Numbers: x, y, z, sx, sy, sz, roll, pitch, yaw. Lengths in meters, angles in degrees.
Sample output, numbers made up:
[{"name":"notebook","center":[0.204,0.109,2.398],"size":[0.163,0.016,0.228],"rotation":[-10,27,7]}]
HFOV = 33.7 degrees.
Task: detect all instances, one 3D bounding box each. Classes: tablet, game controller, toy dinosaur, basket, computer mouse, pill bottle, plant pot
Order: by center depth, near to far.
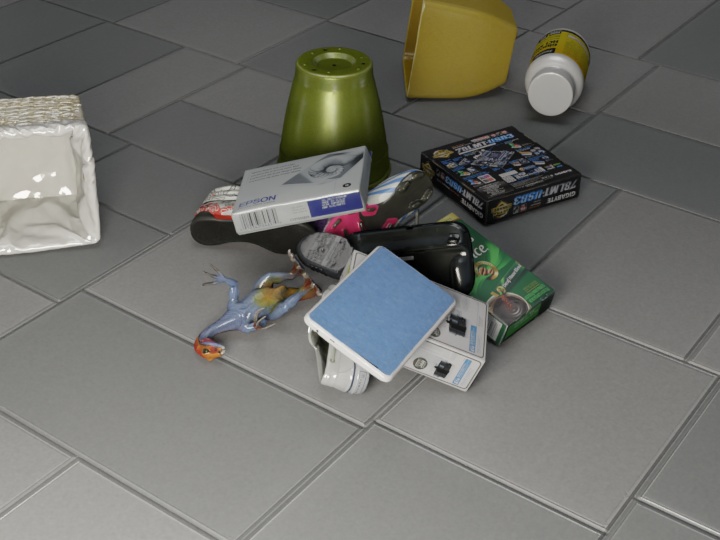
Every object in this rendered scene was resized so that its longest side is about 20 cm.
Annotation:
[{"name":"tablet","center":[0.028,0.050,1.468],"size":[0.129,0.014,0.200],"rotation":[36,40,9]},{"name":"toy dinosaur","center":[-0.139,0.064,1.612],"size":[0.181,0.200,0.105],"rotation":[-39,58,-1]},{"name":"computer mouse","center":[0.000,0.000,1.631],"size":[0.198,0.034,0.059],"rotation":[24,64,20]},{"name":"game controller","center":[0.064,-0.008,1.640],"size":[0.197,0.106,0.042],"rotation":[-5,11,29]},{"name":"basket","center":[-0.499,-0.150,1.795],"size":[0.196,0.201,0.161],"rotation":[-6,31,-11]},{"name":"plant pot","center":[-0.043,-0.261,1.987],"size":[0.197,0.196,0.201],"rotation":[1,32,-1]},{"name":"pill bottle","center":[0.372,-0.373,2.252],"size":[0.110,0.114,0.201],"rotation":[9,33,12]},{"name":"plant pot","center":[0.195,-0.450,2.305],"size":[0.196,0.198,0.195],"rotation":[6,32,-5]}]

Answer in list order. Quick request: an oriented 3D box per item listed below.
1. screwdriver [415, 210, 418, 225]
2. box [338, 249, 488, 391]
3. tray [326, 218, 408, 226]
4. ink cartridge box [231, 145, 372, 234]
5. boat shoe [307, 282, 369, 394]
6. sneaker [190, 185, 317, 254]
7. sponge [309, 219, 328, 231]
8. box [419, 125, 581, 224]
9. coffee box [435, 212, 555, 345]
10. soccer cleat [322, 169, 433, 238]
[{"name":"screwdriver","center":[0.077,-0.030,1.729],"size":[0.029,0.028,0.203],"rotation":[22,48,-28]},{"name":"box","center":[0.063,0.064,1.532],"size":[0.197,0.061,0.117],"rotation":[22,39,-7]},{"name":"tray","center":[0.043,-0.042,1.770],"size":[0.197,0.022,0.108],"rotation":[13,42,1]},{"name":"ink cartridge box","center":[-0.083,-0.133,1.765],"size":[0.196,0.041,0.201],"rotation":[-11,29,9]},{"name":"boat shoe","center":[-0.036,0.079,1.556],"size":[0.066,0.074,0.201],"rotation":[11,29,-19]},{"name":"sneaker","center":[-0.154,-0.084,1.823],"size":[0.198,0.068,0.109],"rotation":[4,35,9]},{"name":"sponge","center":[-0.058,-0.081,1.858],"size":[0.111,0.030,0.199],"rotation":[-28,42,-36]},{"name":"box","center":[0.231,-0.162,1.977],"size":[0.197,0.050,0.198],"rotation":[-17,36,-26]},{"name":"coffee box","center":[0.160,0.008,1.670],"size":[0.199,0.044,0.122],"rotation":[40,47,25]},{"name":"soccer cleat","center":[0.021,-0.082,1.753],"size":[0.198,0.071,0.086],"rotation":[-32,12,-21]}]
